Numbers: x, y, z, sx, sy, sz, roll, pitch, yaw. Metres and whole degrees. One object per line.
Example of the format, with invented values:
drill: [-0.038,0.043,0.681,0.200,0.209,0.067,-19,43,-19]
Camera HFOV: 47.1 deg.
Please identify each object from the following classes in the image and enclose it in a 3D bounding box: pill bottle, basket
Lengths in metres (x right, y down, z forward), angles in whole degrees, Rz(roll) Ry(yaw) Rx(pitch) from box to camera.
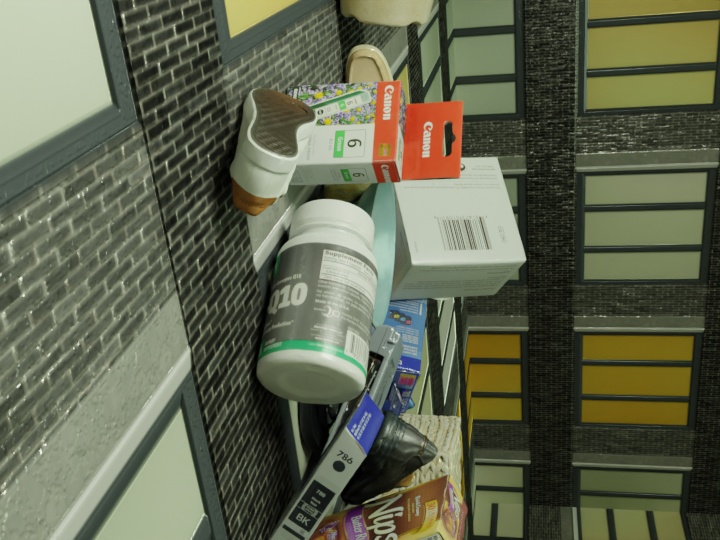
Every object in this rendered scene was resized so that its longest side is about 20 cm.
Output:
pill bottle: [-0.041,0.031,0.884,0.113,0.113,0.200,71,22,-55]
basket: [0.073,0.341,1.295,0.198,0.160,0.201,-34,124,-77]

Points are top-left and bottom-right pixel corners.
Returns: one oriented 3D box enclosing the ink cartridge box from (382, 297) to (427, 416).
ink cartridge box: [0.056,0.137,1.344,0.137,0.076,0.200,102,-1,-53]

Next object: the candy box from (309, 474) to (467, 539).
candy box: [0.018,0.311,0.936,0.057,0.200,0.117,64,18,-10]

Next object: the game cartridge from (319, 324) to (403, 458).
game cartridge: [0.003,0.175,1.057,0.133,0.041,0.200,84,28,-75]

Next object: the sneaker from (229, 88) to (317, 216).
sneaker: [-0.094,-0.117,0.803,0.200,0.073,0.085,-80,-164,-62]

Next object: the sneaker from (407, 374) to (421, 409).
sneaker: [0.076,0.172,1.511,0.066,0.078,0.200,74,18,-46]

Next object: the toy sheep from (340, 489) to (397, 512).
toy sheep: [0.022,0.375,1.129,0.138,0.138,0.200,-47,122,-72]

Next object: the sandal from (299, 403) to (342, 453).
sandal: [-0.046,0.132,1.013,0.076,0.043,0.201,-41,132,-74]

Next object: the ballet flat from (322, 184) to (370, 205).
ballet flat: [-0.018,-0.123,1.138,0.200,0.071,0.071,-46,135,-72]

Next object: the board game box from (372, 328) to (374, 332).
board game box: [0.000,0.000,1.254,0.136,0.034,0.200,-77,162,-49]

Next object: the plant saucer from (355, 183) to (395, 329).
plant saucer: [0.012,-0.026,1.056,0.201,0.039,0.202,4,90,-79]

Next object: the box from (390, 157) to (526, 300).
box: [0.133,-0.069,1.332,0.131,0.198,0.200,121,-38,-58]

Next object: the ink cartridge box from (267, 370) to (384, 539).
ink cartridge box: [-0.028,0.208,0.874,0.200,0.039,0.099,-59,177,19]

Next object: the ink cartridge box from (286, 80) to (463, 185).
ink cartridge box: [0.013,-0.156,0.932,0.050,0.199,0.109,65,27,-63]

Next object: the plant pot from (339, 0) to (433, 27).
plant pot: [0.042,-0.452,1.173,0.201,0.200,0.184,-67,166,-61]

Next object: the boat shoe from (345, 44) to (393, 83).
boat shoe: [0.016,-0.239,1.251,0.069,0.074,0.200,-85,169,-50]

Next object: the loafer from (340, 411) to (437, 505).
loafer: [0.028,0.238,0.975,0.200,0.072,0.073,115,0,-56]
